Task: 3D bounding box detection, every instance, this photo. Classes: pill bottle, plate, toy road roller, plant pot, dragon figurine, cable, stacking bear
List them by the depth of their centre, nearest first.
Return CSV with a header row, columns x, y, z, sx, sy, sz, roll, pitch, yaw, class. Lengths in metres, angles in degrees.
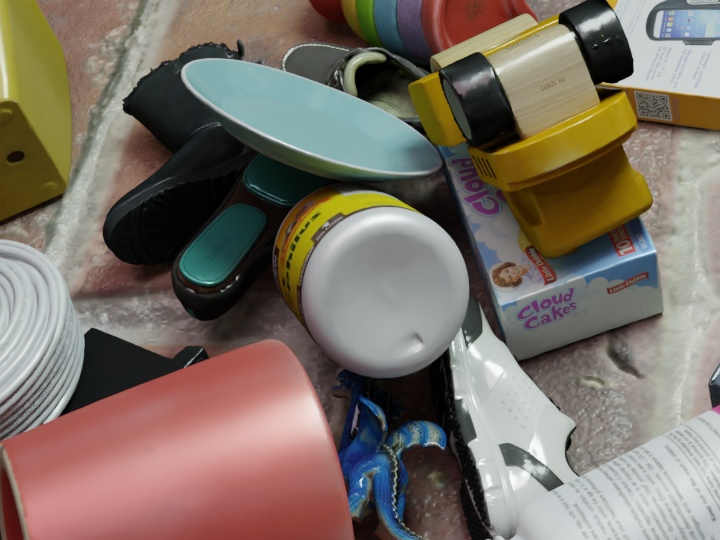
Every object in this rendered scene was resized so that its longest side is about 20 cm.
x,y,z,sx,sy,sz,roll,pitch,yaw,class
0.161,0.167,0.952,0.199,0.114,0.114,-26,47,-4,pill bottle
-0.116,0.155,0.967,0.176,0.201,0.201,-10,44,-20,plant pot
0.015,0.116,1.040,0.100,0.059,0.200,-65,18,-4,dragon figurine
-0.285,0.063,1.107,0.199,0.069,0.200,-24,40,-4,cable
0.000,0.000,1.112,0.109,0.110,0.200,-27,13,-5,pill bottle
0.122,-0.094,1.118,0.122,0.147,0.200,-25,10,-4,toy road roller
-0.037,-0.102,1.177,0.199,0.026,0.200,20,19,-7,plate
-0.344,-0.139,1.353,0.199,0.200,0.177,-24,59,-3,plant pot
0.033,-0.231,1.353,0.113,0.122,0.199,-33,35,-30,stacking bear

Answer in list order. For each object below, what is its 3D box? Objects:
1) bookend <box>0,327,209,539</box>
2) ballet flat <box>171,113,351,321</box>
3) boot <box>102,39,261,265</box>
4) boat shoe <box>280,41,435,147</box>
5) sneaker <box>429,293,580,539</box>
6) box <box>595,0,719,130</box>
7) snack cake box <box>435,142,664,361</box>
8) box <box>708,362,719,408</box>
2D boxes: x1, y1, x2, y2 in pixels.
x,y,z,sx,sy,sz,roll,pitch,yaw,class
-0.225,0.125,1.137,0.199,0.092,0.199,17,53,35,bookend
-0.074,-0.038,1.234,0.068,0.069,0.200,32,59,19,ballet flat
-0.143,-0.101,1.319,0.197,0.074,0.163,-28,49,-16,boot
0.009,-0.149,1.308,0.200,0.066,0.072,29,75,36,boat shoe
0.095,0.097,1.078,0.079,0.074,0.201,-7,50,-9,sneaker
0.266,-0.164,1.257,0.199,0.042,0.119,13,55,25,box
0.130,-0.043,1.177,0.114,0.067,0.201,-18,47,1,snack cake box
0.343,0.060,1.026,0.199,0.051,0.158,22,59,33,box
